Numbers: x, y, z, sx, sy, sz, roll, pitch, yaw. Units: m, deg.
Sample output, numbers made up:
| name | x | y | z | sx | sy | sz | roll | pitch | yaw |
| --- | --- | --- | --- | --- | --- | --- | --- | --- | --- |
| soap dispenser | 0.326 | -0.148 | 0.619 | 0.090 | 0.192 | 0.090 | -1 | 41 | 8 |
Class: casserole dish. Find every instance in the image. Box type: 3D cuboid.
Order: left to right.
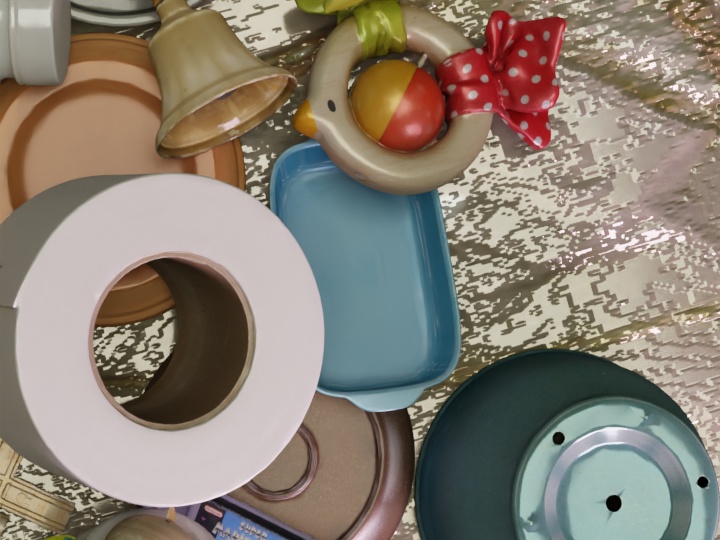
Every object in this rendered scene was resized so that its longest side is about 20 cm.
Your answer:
| name | x | y | z | sx | sy | sz | roll | pitch | yaw |
| --- | --- | --- | --- | --- | --- | --- | --- | --- | --- |
| casserole dish | 0.000 | 0.000 | 1.470 | 0.120 | 0.039 | 0.202 | -6 | 76 | -13 |

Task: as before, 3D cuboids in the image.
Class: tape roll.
| name | x | y | z | sx | sy | sz | roll | pitch | yaw |
| --- | --- | --- | --- | --- | --- | --- | --- | --- | --- |
| tape roll | -0.139 | 0.040 | 1.360 | 0.201 | 0.139 | 0.205 | -1 | 92 | -23 |

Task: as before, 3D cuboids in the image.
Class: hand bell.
| name | x | y | z | sx | sy | sz | roll | pitch | yaw |
| --- | --- | --- | --- | --- | --- | --- | --- | --- | --- |
| hand bell | -0.132 | -0.186 | 1.431 | 0.103 | 0.104 | 0.201 | -27 | 79 | -8 |

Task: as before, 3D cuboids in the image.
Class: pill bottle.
| name | x | y | z | sx | sy | sz | roll | pitch | yaw |
| --- | --- | --- | --- | --- | --- | --- | --- | --- | --- |
| pill bottle | -0.292 | -0.162 | 1.409 | 0.198 | 0.111 | 0.112 | 1 | 87 | 1 |

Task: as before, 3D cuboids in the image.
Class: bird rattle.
| name | x | y | z | sx | sy | sz | roll | pitch | yaw |
| --- | --- | --- | --- | --- | --- | --- | --- | --- | --- |
| bird rattle | 0.038 | -0.126 | 1.468 | 0.199 | 0.113 | 0.164 | 34 | 72 | -15 |

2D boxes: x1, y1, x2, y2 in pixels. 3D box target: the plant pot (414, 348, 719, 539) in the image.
| name | x | y | z | sx | sy | sz | roll | pitch | yaw |
| --- | --- | --- | --- | --- | --- | --- | --- | --- | --- |
| plant pot | 0.147 | 0.151 | 1.421 | 0.198 | 0.188 | 0.202 | 0 | 87 | -8 |

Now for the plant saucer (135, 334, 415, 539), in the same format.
| name | x | y | z | sx | sy | sz | roll | pitch | yaw |
| --- | --- | --- | --- | --- | --- | --- | --- | --- | --- |
| plant saucer | -0.059 | 0.127 | 1.476 | 0.198 | 0.032 | 0.202 | 0 | 86 | -7 |

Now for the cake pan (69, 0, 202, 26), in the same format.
| name | x | y | z | sx | sy | sz | roll | pitch | yaw |
| --- | --- | --- | --- | --- | --- | --- | --- | --- | --- |
| cake pan | -0.166 | -0.264 | 1.480 | 0.198 | 0.037 | 0.203 | 0 | 87 | -7 |

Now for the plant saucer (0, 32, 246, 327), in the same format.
| name | x | y | z | sx | sy | sz | roll | pitch | yaw |
| --- | --- | --- | --- | --- | --- | --- | --- | --- | --- |
| plant saucer | -0.175 | -0.063 | 1.468 | 0.198 | 0.037 | 0.202 | 0 | 86 | -7 |

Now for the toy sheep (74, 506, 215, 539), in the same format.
| name | x | y | z | sx | sy | sz | roll | pitch | yaw |
| --- | --- | --- | --- | --- | --- | --- | --- | --- | --- |
| toy sheep | -0.142 | 0.222 | 1.356 | 0.136 | 0.201 | 0.139 | 6 | 49 | -7 |

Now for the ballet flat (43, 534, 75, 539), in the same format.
| name | x | y | z | sx | sy | sz | roll | pitch | yaw |
| --- | --- | --- | --- | --- | --- | --- | --- | --- | --- |
| ballet flat | -0.218 | 0.274 | 1.425 | 0.066 | 0.067 | 0.202 | 14 | 88 | -5 |

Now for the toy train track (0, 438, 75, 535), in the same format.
| name | x | y | z | sx | sy | sz | roll | pitch | yaw |
| --- | --- | --- | --- | --- | --- | --- | --- | --- | --- |
| toy train track | -0.264 | 0.183 | 1.444 | 0.114 | 0.033 | 0.202 | 24 | 85 | -5 |

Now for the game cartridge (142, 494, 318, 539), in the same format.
| name | x | y | z | sx | sy | sz | roll | pitch | yaw |
| --- | --- | --- | --- | --- | --- | --- | --- | --- | --- |
| game cartridge | -0.068 | 0.228 | 1.421 | 0.199 | 0.038 | 0.131 | 24 | 105 | 14 |
